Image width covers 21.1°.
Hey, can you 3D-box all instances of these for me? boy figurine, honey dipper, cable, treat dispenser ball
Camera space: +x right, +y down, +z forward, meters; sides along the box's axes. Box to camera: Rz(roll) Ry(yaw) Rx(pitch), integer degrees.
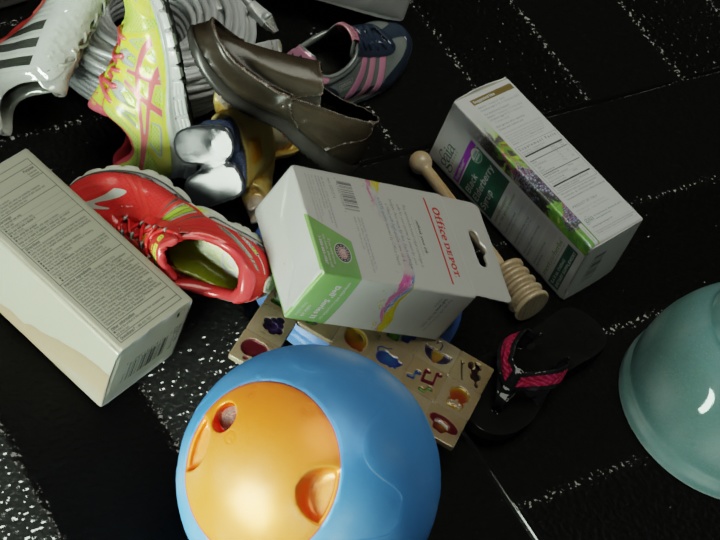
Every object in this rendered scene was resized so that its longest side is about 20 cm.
[{"bbox_3d":[-0.100,-0.106,1.717,0.064,0.126,0.200,-9,9,21],"label":"boy figurine"},{"bbox_3d":[0.104,-0.038,1.794,0.038,0.038,0.201,-16,55,-32],"label":"honey dipper"},{"bbox_3d":[-0.198,-0.227,1.803,0.199,0.069,0.200,-26,65,-35],"label":"cable"},{"bbox_3d":[-0.039,0.157,1.450,0.199,0.202,0.202,12,48,-13],"label":"treat dispenser ball"}]

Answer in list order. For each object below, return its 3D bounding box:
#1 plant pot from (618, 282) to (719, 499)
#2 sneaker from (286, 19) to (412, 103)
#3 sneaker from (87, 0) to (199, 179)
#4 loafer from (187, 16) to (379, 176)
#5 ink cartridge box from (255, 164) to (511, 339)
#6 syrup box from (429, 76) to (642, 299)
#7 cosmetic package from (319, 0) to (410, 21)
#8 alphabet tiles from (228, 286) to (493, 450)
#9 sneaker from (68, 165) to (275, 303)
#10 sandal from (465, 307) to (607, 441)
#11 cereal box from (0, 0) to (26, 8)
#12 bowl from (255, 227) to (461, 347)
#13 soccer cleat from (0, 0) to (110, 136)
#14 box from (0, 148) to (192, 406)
[{"bbox_3d":[0.347,0.086,1.719,0.198,0.135,0.202,12,47,-13],"label":"plant pot"},{"bbox_3d":[-0.007,-0.208,1.855,0.070,0.082,0.200,38,44,14],"label":"sneaker"},{"bbox_3d":[-0.196,-0.167,1.681,0.089,0.202,0.078,-9,21,-3],"label":"sneaker"},{"bbox_3d":[-0.064,-0.164,1.680,0.199,0.071,0.073,34,23,-27],"label":"loafer"},{"bbox_3d":[0.020,-0.011,1.630,0.199,0.067,0.118,10,48,-34],"label":"ink cartridge box"},{"bbox_3d":[0.162,-0.079,1.820,0.081,0.079,0.200,-27,66,-37],"label":"syrup box"},{"bbox_3d":[-0.007,-0.387,1.911,0.163,0.201,0.166,13,36,-11],"label":"cosmetic package"},{"bbox_3d":[0.010,0.067,1.628,0.199,0.008,0.168,30,47,3],"label":"alphabet tiles"},{"bbox_3d":[-0.163,-0.029,1.604,0.198,0.078,0.085,21,15,8],"label":"sneaker"},{"bbox_3d":[0.152,0.080,1.703,0.075,0.045,0.200,42,48,14],"label":"sandal"},{"bbox_3d":[-0.420,-0.283,1.777,0.199,0.040,0.144,-23,63,-35],"label":"cereal box"},{"bbox_3d":[0.000,0.000,1.712,0.199,0.040,0.202,12,48,-13],"label":"bowl"},{"bbox_3d":[-0.266,-0.201,1.695,0.085,0.199,0.069,54,8,12],"label":"soccer cleat"},{"bbox_3d":[-0.244,0.004,1.579,0.200,0.078,0.095,42,49,15],"label":"box"}]
